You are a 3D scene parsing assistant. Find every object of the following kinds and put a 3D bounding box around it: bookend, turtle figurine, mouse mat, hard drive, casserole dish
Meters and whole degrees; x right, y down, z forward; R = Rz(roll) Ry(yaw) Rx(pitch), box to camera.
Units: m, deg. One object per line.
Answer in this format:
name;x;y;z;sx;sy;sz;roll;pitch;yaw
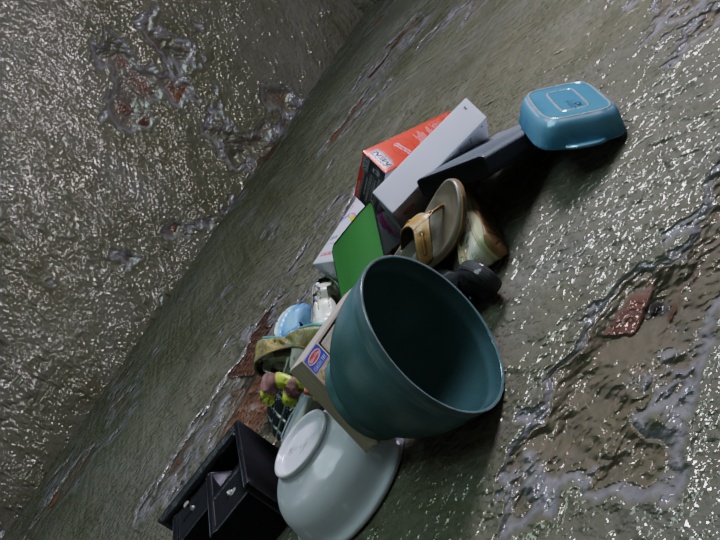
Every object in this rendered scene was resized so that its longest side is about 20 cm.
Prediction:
bookend;-0.194;0.351;1.138;0.201;0.092;0.199;-51;18;3
turtle figurine;-0.051;0.142;1.045;0.159;0.066;0.199;-15;-5;27
mouse mat;0.000;0.000;1.262;0.200;0.007;0.164;136;126;-60
hard drive;0.191;-0.168;1.152;0.199;0.033;0.139;-33;11;-36
casserole dish;0.277;-0.211;1.069;0.119;0.039;0.201;-11;26;5

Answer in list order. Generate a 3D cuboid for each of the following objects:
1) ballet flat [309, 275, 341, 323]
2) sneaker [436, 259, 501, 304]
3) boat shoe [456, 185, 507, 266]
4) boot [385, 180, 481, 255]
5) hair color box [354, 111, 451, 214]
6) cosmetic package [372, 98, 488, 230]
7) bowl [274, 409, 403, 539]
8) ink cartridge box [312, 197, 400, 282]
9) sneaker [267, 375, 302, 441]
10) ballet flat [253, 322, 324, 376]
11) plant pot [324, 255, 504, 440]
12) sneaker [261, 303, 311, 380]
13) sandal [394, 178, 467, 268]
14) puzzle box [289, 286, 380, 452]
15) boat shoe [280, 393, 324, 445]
ballet flat;-0.060;0.067;1.376;0.074;0.074;0.201;-46;20;13
sneaker;0.107;0.050;1.050;0.105;0.060;0.199;-53;12;-15
boat shoe;0.153;-0.064;1.125;0.063;0.073;0.201;-42;19;19
boot;0.096;-0.059;1.272;0.201;0.068;0.189;-58;4;-38
hair color box;0.087;-0.180;1.334;0.198;0.061;0.102;-30;-28;-31
cosmetic package;0.116;-0.157;1.254;0.200;0.052;0.151;-45;-17;1
bowl;-0.044;0.238;0.997;0.201;0.090;0.202;-44;19;19
ink cartridge box;0.019;-0.067;1.437;0.202;0.084;0.144;-58;20;-17
sneaker;-0.082;0.180;1.237;0.078;0.079;0.202;44;114;41
ballet flat;-0.093;0.122;1.146;0.199;0.071;0.071;-16;38;50
plant pot;0.042;0.104;0.891;0.134;0.199;0.202;-45;18;32
sneaker;-0.102;0.137;1.383;0.089;0.078;0.202;-26;38;31
sandal;0.078;-0.038;1.097;0.201;0.053;0.081;-53;44;23
puzzle box;0.000;0.114;0.991;0.025;0.133;0.200;-40;8;30
boat shoe;-0.056;0.182;1.164;0.202;0.070;0.071;-58;21;-16
